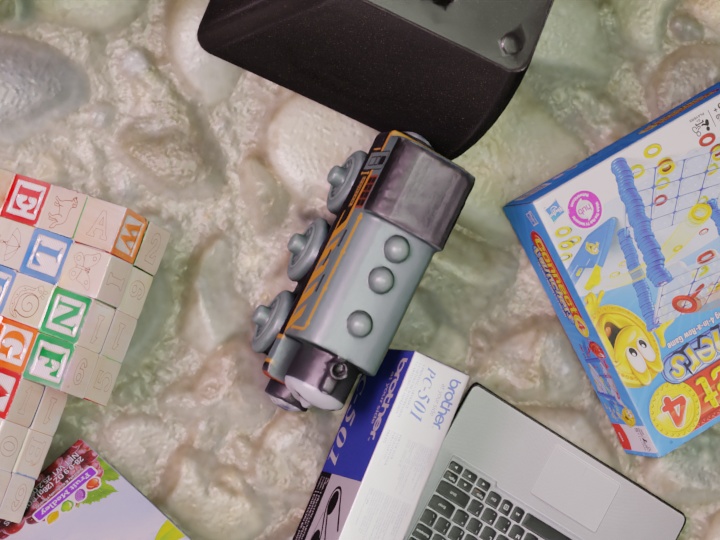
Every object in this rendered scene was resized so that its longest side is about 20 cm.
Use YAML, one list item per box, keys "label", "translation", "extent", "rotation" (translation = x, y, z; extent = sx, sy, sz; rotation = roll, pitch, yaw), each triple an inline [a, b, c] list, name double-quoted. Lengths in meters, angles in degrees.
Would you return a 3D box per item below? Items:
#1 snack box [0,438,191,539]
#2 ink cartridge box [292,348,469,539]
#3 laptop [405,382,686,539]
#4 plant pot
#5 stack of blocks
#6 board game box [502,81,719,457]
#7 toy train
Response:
- label: "snack box"
  translation: [-0.189, 0.219, 1.297]
  extent: [0.200, 0.169, 0.068]
  rotation: [-42, 132, -13]
- label: "ink cartridge box"
  translation: [0.001, 0.150, 1.399]
  extent: [0.044, 0.094, 0.201]
  rotation: [25, 83, -15]
- label: "laptop"
  translation: [0.120, 0.208, 1.424]
  extent: [0.187, 0.116, 0.201]
  rotation: [32, 80, -15]
- label: "plant pot"
  translation: [0.040, -0.203, 1.374]
  extent: [0.199, 0.177, 0.201]
  rotation: [24, 81, -16]
- label: "stack of blocks"
  translation: [-0.209, 0.048, 1.321]
  extent: [0.115, 0.059, 0.201]
  rotation: [17, 83, 26]
- label: "board game box"
  translation: [0.230, -0.005, 1.493]
  extent: [0.199, 0.056, 0.196]
  rotation: [-30, 98, -16]
- label: "toy train"
  translation: [0.000, 0.000, 1.388]
  extent: [0.085, 0.114, 0.201]
  rotation: [29, 83, -14]
